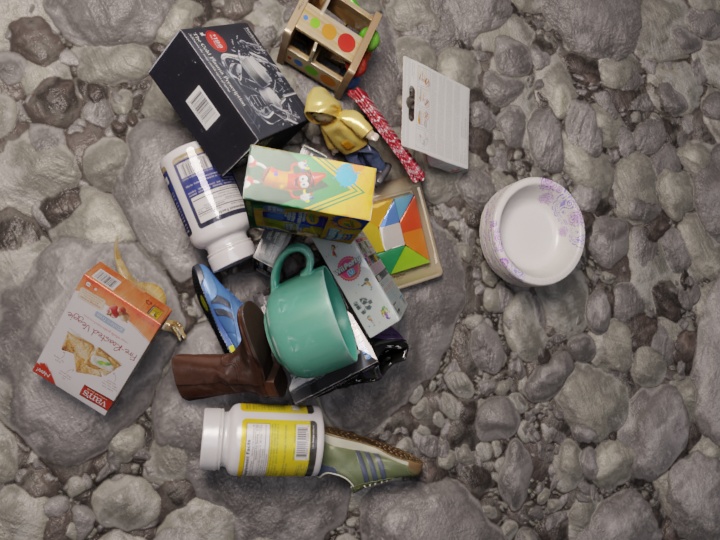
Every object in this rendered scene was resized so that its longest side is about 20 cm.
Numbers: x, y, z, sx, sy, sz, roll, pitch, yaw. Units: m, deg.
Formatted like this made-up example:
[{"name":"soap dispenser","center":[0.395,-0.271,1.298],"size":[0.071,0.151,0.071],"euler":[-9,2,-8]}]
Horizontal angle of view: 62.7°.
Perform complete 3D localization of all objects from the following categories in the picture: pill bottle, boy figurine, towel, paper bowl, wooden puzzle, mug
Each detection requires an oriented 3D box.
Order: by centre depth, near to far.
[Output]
[{"name":"mug","center":[-0.086,0.071,0.914],"size":[0.112,0.152,0.189],"euler":[-20,69,5]},{"name":"pill bottle","center":[-0.165,0.281,0.984],"size":[0.195,0.114,0.118],"euler":[6,84,-14]},{"name":"pill bottle","center":[-0.249,-0.106,0.994],"size":[0.109,0.111,0.204],"euler":[-23,92,-15]},{"name":"boy figurine","center":[-0.022,-0.235,1.038],"size":[0.200,0.123,0.065],"euler":[48,59,-35]},{"name":"towel","center":[0.052,-0.246,1.076],"size":[0.022,0.145,0.201],"euler":[-36,96,14]},{"name":"wooden puzzle","center":[0.053,-0.065,1.109],"size":[0.181,0.037,0.205],"euler":[-16,90,-15]},{"name":"paper bowl","center":[0.324,-0.070,1.146],"size":[0.195,0.104,0.207],"euler":[1,86,-15]}]

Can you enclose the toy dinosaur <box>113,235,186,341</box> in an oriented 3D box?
[{"name":"toy dinosaur","center":[-0.378,0.052,0.986],"size":[0.101,0.058,0.202],"euler":[-42,103,-29]}]

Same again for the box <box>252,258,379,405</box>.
[{"name":"box","center":[-0.077,0.101,1.009],"size":[0.155,0.050,0.204],"euler":[-25,74,-1]}]

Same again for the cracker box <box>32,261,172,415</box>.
[{"name":"cracker box","center":[-0.401,0.109,0.918],"size":[0.133,0.058,0.201],"euler":[34,110,-9]}]

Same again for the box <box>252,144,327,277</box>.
[{"name":"box","center":[-0.123,-0.093,1.000],"size":[0.045,0.159,0.204],"euler":[24,80,-7]}]

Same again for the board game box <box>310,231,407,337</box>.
[{"name":"board game box","center":[0.000,0.000,1.008],"size":[0.063,0.147,0.203],"euler":[-30,90,10]}]

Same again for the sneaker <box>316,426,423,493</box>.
[{"name":"sneaker","center":[0.009,0.352,1.054],"size":[0.196,0.067,0.092],"euler":[21,88,-12]}]

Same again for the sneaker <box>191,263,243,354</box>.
[{"name":"sneaker","center":[-0.222,0.074,1.015],"size":[0.077,0.066,0.204],"euler":[-28,94,-24]}]

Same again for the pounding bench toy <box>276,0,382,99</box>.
[{"name":"pounding bench toy","center":[-0.036,-0.447,1.070],"size":[0.153,0.124,0.204],"euler":[27,79,-11]}]

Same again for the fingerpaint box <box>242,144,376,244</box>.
[{"name":"fingerpaint box","center":[-0.075,-0.096,0.826],"size":[0.162,0.200,0.075],"euler":[9,83,-8]}]

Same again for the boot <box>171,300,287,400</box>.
[{"name":"boot","center":[-0.231,0.135,0.940],"size":[0.195,0.065,0.190],"euler":[-3,120,20]}]

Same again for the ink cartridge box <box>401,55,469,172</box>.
[{"name":"ink cartridge box","center":[0.129,-0.282,1.097],"size":[0.197,0.050,0.167],"euler":[7,83,-42]}]

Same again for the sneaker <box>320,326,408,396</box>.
[{"name":"sneaker","center":[-0.006,0.165,1.037],"size":[0.197,0.087,0.077],"euler":[-32,121,-14]}]

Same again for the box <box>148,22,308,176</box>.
[{"name":"box","center":[-0.208,-0.288,0.976],"size":[0.202,0.103,0.182],"euler":[54,33,-6]}]
